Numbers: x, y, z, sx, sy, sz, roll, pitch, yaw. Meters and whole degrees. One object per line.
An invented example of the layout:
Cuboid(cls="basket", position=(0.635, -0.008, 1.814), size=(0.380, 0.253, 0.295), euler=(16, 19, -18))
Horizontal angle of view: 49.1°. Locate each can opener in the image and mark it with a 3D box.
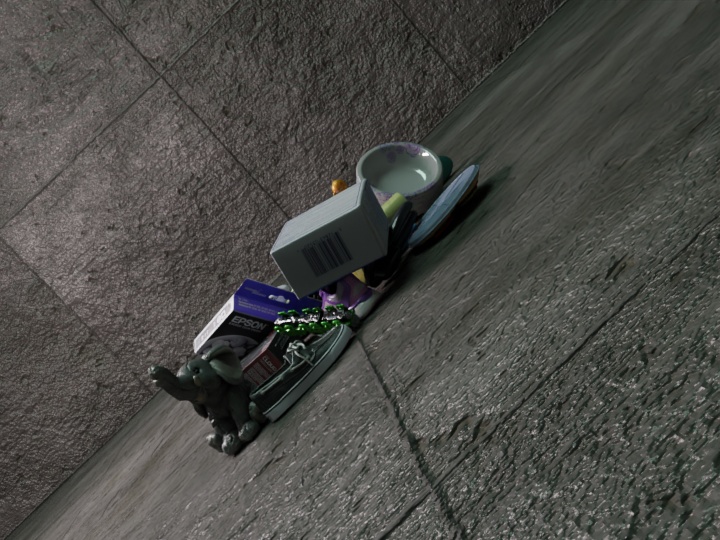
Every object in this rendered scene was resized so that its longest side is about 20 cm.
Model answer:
Cuboid(cls="can opener", position=(0.062, -0.049, 1.511), size=(0.078, 0.064, 0.201), euler=(9, 50, 26))

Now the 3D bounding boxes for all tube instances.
Cuboid(cls="tube", position=(0.016, -0.074, 1.566), size=(0.200, 0.052, 0.058), euler=(-42, -37, -11))

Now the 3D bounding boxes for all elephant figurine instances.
Cuboid(cls="elephant figurine", position=(-0.246, 0.195, 1.318), size=(0.142, 0.200, 0.155), euler=(-46, 8, -21))

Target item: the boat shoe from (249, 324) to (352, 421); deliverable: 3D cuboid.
Cuboid(cls="boat shoe", position=(-0.098, 0.151, 1.289), size=(0.199, 0.068, 0.074), euler=(-45, 8, -11))

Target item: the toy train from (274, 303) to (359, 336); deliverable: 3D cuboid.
Cuboid(cls="toy train", position=(-0.079, 0.092, 1.404), size=(0.199, 0.056, 0.042), euler=(-9, 60, 44))

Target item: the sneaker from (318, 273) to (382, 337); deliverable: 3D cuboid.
Cuboid(cls="sneaker", position=(-0.042, 0.057, 1.442), size=(0.081, 0.088, 0.200), euler=(-50, 9, -34))

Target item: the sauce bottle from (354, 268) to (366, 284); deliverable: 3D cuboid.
Cuboid(cls="sauce bottle", position=(0.000, 0.000, 1.617), size=(0.065, 0.065, 0.200), euler=(-46, 7, -24))

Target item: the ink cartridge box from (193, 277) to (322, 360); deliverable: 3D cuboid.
Cuboid(cls="ink cartridge box", position=(-0.200, 0.114, 1.577), size=(0.200, 0.197, 0.044), euler=(-47, 45, 28))

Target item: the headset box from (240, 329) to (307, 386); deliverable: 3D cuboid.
Cuboid(cls="headset box", position=(-0.190, 0.194, 1.506), size=(0.200, 0.077, 0.149), euler=(-43, 7, 17))

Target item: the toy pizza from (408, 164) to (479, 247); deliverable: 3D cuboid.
Cuboid(cls="toy pizza", position=(0.163, -0.115, 1.486), size=(0.201, 0.032, 0.200), euler=(-50, 6, 7))

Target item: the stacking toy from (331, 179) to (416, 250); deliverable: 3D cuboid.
Cuboid(cls="stacking toy", position=(0.008, -0.110, 1.650), size=(0.116, 0.200, 0.110), euler=(-49, 10, -33))

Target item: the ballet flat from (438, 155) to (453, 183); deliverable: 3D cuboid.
Cuboid(cls="ballet flat", position=(0.157, -0.211, 1.939), size=(0.200, 0.068, 0.067), euler=(-48, 6, -35))

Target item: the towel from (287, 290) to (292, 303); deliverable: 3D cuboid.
Cuboid(cls="towel", position=(-0.099, -0.004, 1.937), size=(0.201, 0.023, 0.152), euler=(-56, -14, 22))

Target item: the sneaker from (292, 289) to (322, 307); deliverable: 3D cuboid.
Cuboid(cls="sneaker", position=(-0.115, 0.057, 1.727), size=(0.201, 0.076, 0.085), euler=(-96, 14, -61))

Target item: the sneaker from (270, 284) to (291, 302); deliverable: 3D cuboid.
Cuboid(cls="sneaker", position=(-0.196, 0.128, 1.729), size=(0.200, 0.115, 0.075), euler=(-45, 7, 17))

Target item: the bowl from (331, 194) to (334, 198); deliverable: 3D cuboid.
Cuboid(cls="bowl", position=(-0.002, -0.088, 1.850), size=(0.106, 0.202, 0.200), euler=(10, 35, 22))

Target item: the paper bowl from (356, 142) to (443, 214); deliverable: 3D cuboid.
Cuboid(cls="paper bowl", position=(0.090, -0.196, 1.810), size=(0.201, 0.199, 0.105), euler=(-48, -30, -32))

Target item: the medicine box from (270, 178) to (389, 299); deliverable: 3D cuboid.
Cuboid(cls="medicine box", position=(-0.049, -0.061, 1.428), size=(0.181, 0.104, 0.200), euler=(-27, 15, 12))
